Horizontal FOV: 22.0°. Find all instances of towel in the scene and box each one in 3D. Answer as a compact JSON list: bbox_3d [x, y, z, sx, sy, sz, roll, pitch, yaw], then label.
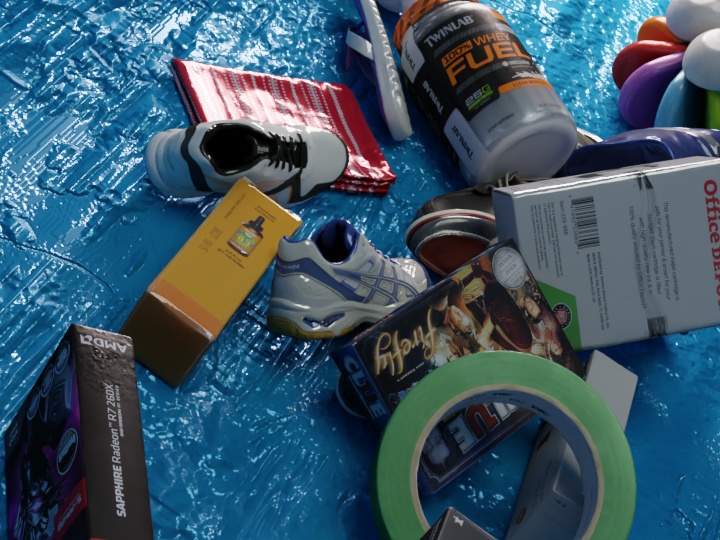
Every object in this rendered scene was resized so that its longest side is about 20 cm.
[{"bbox_3d":[-0.070,-0.134,1.715,0.199,0.023,0.145,5,45,-36],"label":"towel"}]

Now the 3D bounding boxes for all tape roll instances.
[{"bbox_3d":[0.108,0.163,1.408,0.199,0.048,0.202,2,74,-5],"label":"tape roll"}]

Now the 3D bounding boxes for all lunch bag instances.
[{"bbox_3d":[0.291,-0.036,1.771,0.132,0.135,0.202,-13,101,-46],"label":"lunch bag"}]

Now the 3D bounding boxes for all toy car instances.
[{"bbox_3d":[0.358,-0.209,2.070,0.149,0.176,0.201,-8,45,0],"label":"toy car"}]

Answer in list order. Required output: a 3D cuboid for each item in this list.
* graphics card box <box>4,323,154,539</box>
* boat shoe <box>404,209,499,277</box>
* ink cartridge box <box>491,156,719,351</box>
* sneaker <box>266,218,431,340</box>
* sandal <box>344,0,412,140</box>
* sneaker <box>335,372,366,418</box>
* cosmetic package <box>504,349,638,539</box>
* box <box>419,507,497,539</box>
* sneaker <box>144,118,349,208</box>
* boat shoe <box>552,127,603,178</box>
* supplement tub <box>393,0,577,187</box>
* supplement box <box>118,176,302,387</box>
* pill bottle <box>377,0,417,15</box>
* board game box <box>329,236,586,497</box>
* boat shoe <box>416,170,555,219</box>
[{"bbox_3d":[-0.185,0.150,1.206,0.051,0.126,0.201,15,41,-26],"label":"graphics card box"},{"bbox_3d":[0.130,0.002,1.693,0.199,0.071,0.063,20,41,-29],"label":"boat shoe"},{"bbox_3d":[0.228,-0.014,1.631,0.198,0.147,0.084,-9,7,-8],"label":"ink cartridge box"},{"bbox_3d":[0.000,0.000,1.540,0.075,0.089,0.200,10,13,31],"label":"sneaker"},{"bbox_3d":[0.007,-0.212,1.839,0.049,0.083,0.204,-16,50,3],"label":"sandal"},{"bbox_3d":[0.053,0.077,1.555,0.199,0.072,0.072,-23,93,-38],"label":"sneaker"},{"bbox_3d":[0.175,0.157,1.541,0.050,0.083,0.200,31,35,-3],"label":"cosmetic package"},{"bbox_3d":[0.030,0.277,1.230,0.079,0.141,0.200,32,36,-4],"label":"box"},{"bbox_3d":[-0.083,-0.094,1.593,0.199,0.080,0.074,-6,85,-40],"label":"sneaker"},{"bbox_3d":[0.194,-0.126,1.889,0.060,0.072,0.202,-6,47,-41],"label":"boat shoe"},{"bbox_3d":[0.118,-0.178,1.837,0.122,0.123,0.201,-2,50,-41],"label":"supplement tub"},{"bbox_3d":[-0.118,0.005,1.478,0.066,0.069,0.200,37,37,-2],"label":"supplement box"},{"bbox_3d":[0.041,-0.347,1.979,0.104,0.104,0.201,0,49,-40],"label":"pill bottle"},{"bbox_3d":[0.084,0.077,1.509,0.200,0.035,0.136,-33,95,-37],"label":"board game box"},{"bbox_3d":[0.135,-0.062,1.762,0.199,0.073,0.075,-7,54,-45],"label":"boat shoe"}]
